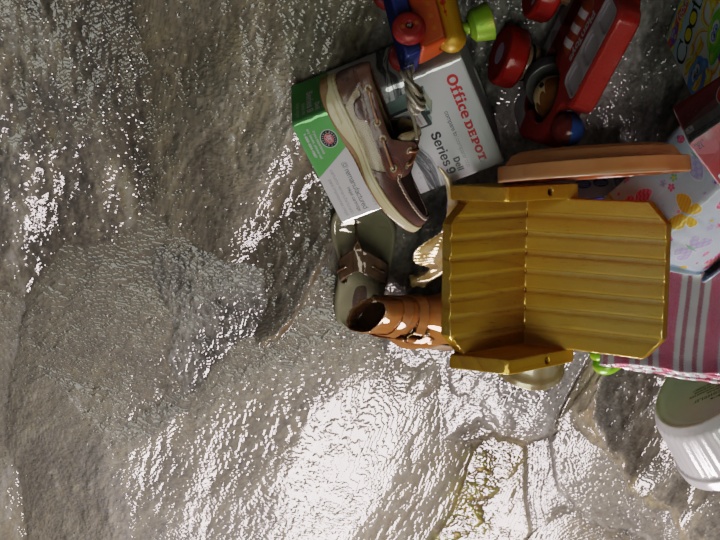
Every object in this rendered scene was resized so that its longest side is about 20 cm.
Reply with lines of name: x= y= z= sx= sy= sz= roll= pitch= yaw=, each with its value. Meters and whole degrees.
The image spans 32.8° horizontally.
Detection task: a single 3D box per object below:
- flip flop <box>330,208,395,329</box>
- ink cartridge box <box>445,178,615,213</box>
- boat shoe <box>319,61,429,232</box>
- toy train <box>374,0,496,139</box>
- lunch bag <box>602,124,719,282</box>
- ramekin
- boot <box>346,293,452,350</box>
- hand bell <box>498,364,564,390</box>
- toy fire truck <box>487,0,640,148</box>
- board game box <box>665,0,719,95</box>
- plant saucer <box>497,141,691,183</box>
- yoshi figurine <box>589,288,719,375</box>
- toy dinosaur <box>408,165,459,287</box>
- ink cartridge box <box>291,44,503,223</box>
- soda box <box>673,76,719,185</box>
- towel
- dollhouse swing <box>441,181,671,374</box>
flip flop: x=0.000 y=0.000 z=1.480 sx=0.080 sy=0.058 sz=0.202 roll=3 pitch=127 yaw=-4
ink cartridge box: x=0.202 y=-0.055 z=1.455 sx=0.197 sy=0.044 sz=0.095 roll=-5 pitch=129 yaw=1
boat shoe: x=0.032 y=-0.129 z=1.273 sx=0.071 sy=0.072 sz=0.201 roll=-23 pitch=118 yaw=16
toy train: x=0.086 y=-0.235 z=1.236 sx=0.114 sy=0.202 sz=0.085 roll=-12 pitch=167 yaw=-4
lunch bag: x=0.406 y=-0.080 z=1.386 sx=0.199 sy=0.128 sz=0.170 roll=10 pitch=133 yaw=-46
ramekin: x=0.464 y=0.171 z=1.549 sx=0.201 sy=0.203 sz=0.094 roll=-35 pitch=108 yaw=22
boot: x=0.091 y=0.050 z=1.461 sx=0.153 sy=0.075 sz=0.199 roll=12 pitch=150 yaw=-34
hand bell: x=0.230 y=0.040 z=1.479 sx=0.103 sy=0.105 sz=0.201 roll=9 pitch=132 yaw=-9
toy fire truck: x=0.214 y=-0.214 z=1.258 sx=0.111 sy=0.169 sz=0.201 roll=16 pitch=125 yaw=-14
board game box: x=0.391 y=-0.227 z=1.234 sx=0.103 sy=0.201 sz=0.104 roll=8 pitch=127 yaw=-7
plant saucer: x=0.241 y=-0.112 z=1.272 sx=0.197 sy=0.200 sz=0.033 roll=-3 pitch=93 yaw=0
yoshi figurine: x=0.372 y=0.066 z=1.540 sx=0.198 sy=0.114 sz=0.112 roll=-20 pitch=167 yaw=-4
toy dinosaur: x=0.109 y=-0.032 z=1.388 sx=0.100 sy=0.059 sz=0.201 roll=-5 pitch=143 yaw=-17
ink cartridge box: x=0.041 y=-0.161 z=1.343 sx=0.198 sy=0.085 sz=0.147 roll=-20 pitch=126 yaw=12
soda box: x=0.389 y=-0.167 z=1.109 sx=0.199 sy=0.070 sz=0.063 roll=-34 pitch=120 yaw=23
towel: x=0.392 y=0.056 z=1.472 sx=0.197 sy=0.148 sz=0.030 roll=7 pitch=163 yaw=8
dollhouse swing: x=0.211 y=0.011 z=1.318 sx=0.180 sy=0.175 sz=0.203 roll=-6 pitch=101 yaw=-42
